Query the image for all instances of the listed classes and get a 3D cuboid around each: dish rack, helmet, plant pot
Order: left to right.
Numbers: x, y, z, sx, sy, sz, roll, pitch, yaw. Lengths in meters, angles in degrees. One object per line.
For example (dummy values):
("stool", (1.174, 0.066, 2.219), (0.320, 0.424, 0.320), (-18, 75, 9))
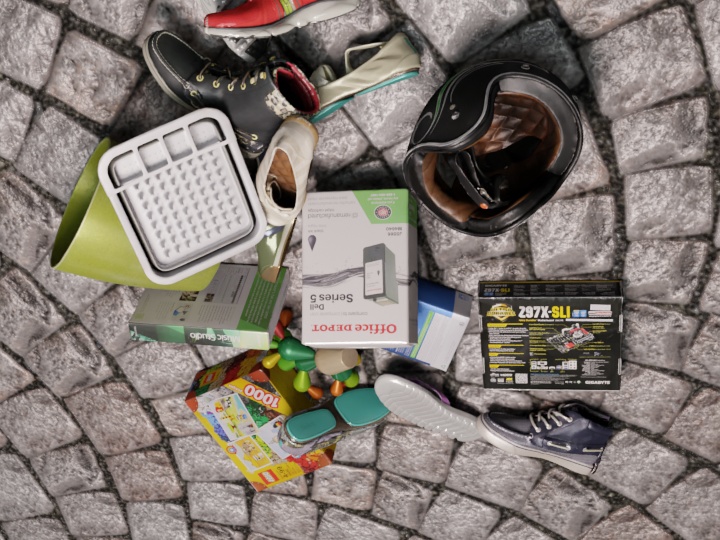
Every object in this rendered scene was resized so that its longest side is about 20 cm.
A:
("plant pot", (-0.288, -0.052, 1.437), (0.199, 0.188, 0.187), (24, 125, -23))
("dish rack", (-0.221, -0.096, 1.327), (0.170, 0.044, 0.202), (-26, 122, -10))
("helmet", (0.161, -0.155, 1.266), (0.199, 0.191, 0.201), (32, 154, 18))

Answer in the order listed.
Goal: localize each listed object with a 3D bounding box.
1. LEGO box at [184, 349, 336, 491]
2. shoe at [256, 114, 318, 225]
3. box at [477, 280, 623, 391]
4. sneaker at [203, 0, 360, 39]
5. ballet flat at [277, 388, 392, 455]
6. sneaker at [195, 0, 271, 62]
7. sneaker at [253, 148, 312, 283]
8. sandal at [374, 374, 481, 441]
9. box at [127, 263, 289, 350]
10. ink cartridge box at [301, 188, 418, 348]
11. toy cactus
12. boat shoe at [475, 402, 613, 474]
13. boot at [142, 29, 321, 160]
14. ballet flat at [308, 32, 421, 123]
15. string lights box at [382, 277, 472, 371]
("LEGO box", (-0.149, 0.226, 1.635), (0.148, 0.077, 0.201), (-24, 115, 23))
("shoe", (-0.099, -0.111, 1.315), (0.069, 0.054, 0.201), (24, 146, 2))
("box", (0.266, 0.092, 1.491), (0.197, 0.049, 0.161), (-1, 120, 11))
("sneaker", (-0.097, -0.325, 1.249), (0.198, 0.077, 0.086), (-22, 112, -18))
("ballet flat", (-0.042, 0.226, 1.577), (0.072, 0.199, 0.073), (21, 117, 49))
("sneaker", (-0.173, -0.342, 1.285), (0.081, 0.075, 0.201), (26, 155, 46))
("sneaker", (-0.129, -0.085, 1.441), (0.089, 0.067, 0.202), (18, 118, 0))
("sandal", (0.101, 0.198, 1.593), (0.202, 0.050, 0.082), (34, 138, -27))
("box", (-0.209, 0.046, 1.491), (0.197, 0.145, 0.037), (3, 128, 9))
("ink cartridge box", (0.000, 0.000, 1.398), (0.144, 0.084, 0.203), (-2, 85, 11))
("toy cactus", (-0.058, 0.121, 1.521), (0.199, 0.103, 0.164), (38, 153, -29))
("boat shoe", (0.275, 0.227, 1.569), (0.198, 0.075, 0.093), (18, 118, -11))
("boot", (-0.154, -0.235, 1.295), (0.204, 0.074, 0.153), (45, 143, -22))
("ballet flat", (-0.018, -0.238, 1.328), (0.198, 0.070, 0.070), (-22, 116, 20))
("string lights box", (0.047, 0.058, 1.502), (0.198, 0.059, 0.103), (20, 124, -2))
